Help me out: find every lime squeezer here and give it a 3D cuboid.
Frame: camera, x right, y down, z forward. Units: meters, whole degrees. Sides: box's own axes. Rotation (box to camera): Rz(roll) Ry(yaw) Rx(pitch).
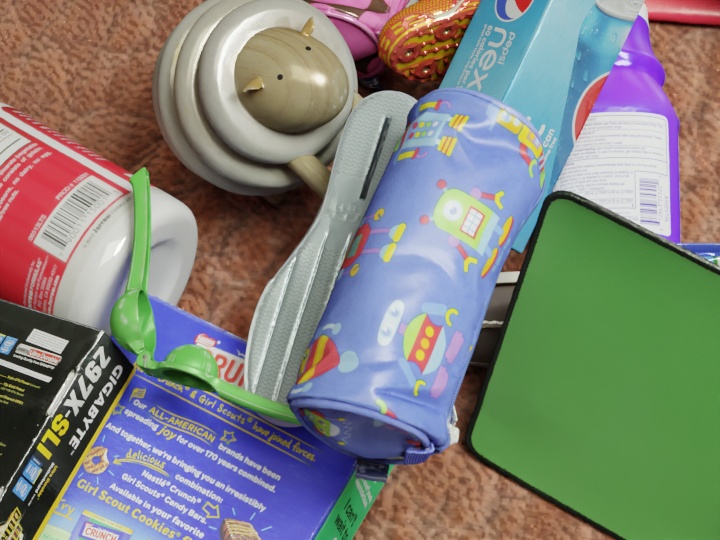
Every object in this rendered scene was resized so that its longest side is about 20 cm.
[{"bbox_3d":[-0.091,0.035,0.834,0.071,0.038,0.200,-31,64,-22],"label":"lime squeezer"}]

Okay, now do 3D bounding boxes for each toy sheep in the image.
[{"bbox_3d":[-0.064,-0.106,0.939,0.138,0.200,0.138,1,89,-28],"label":"toy sheep"}]

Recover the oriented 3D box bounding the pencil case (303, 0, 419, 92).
[{"bbox_3d":[0.017,-0.223,1.024,0.094,0.091,0.200,2,62,38],"label":"pencil case"}]

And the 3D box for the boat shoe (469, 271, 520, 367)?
[{"bbox_3d":[0.127,0.043,0.895,0.199,0.072,0.060,2,62,1],"label":"boat shoe"}]

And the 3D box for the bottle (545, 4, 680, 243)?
[{"bbox_3d":[0.155,-0.077,0.950,0.083,0.065,0.200,-1,64,10],"label":"bottle"}]

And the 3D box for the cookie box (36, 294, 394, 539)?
[{"bbox_3d":[-0.100,0.139,0.868,0.171,0.075,0.200,25,69,18],"label":"cookie box"}]

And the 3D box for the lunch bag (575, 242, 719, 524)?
[{"bbox_3d":[0.217,0.062,0.828,0.200,0.151,0.094,6,35,16],"label":"lunch bag"}]

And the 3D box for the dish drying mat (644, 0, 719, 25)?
[{"bbox_3d":[0.204,-0.201,1.030,0.200,0.018,0.077,7,67,9],"label":"dish drying mat"}]

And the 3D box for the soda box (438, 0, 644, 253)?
[{"bbox_3d":[0.100,-0.118,0.917,0.064,0.068,0.200,29,94,53],"label":"soda box"}]

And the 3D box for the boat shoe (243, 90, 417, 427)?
[{"bbox_3d":[0.000,0.000,0.865,0.073,0.067,0.200,20,78,23],"label":"boat shoe"}]

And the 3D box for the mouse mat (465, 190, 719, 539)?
[{"bbox_3d":[0.145,0.066,0.824,0.161,0.200,0.008,29,42,18],"label":"mouse mat"}]

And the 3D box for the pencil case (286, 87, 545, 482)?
[{"bbox_3d":[0.033,0.006,0.785,0.087,0.078,0.200,25,67,-5],"label":"pencil case"}]

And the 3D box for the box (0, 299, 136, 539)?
[{"bbox_3d":[-0.249,0.087,0.864,0.200,0.049,0.160,13,61,29],"label":"box"}]

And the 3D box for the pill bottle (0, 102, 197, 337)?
[{"bbox_3d":[-0.209,-0.034,0.944,0.200,0.112,0.112,29,71,18],"label":"pill bottle"}]

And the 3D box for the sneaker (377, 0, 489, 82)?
[{"bbox_3d":[0.082,-0.182,0.983,0.200,0.073,0.077,-32,67,-29],"label":"sneaker"}]
